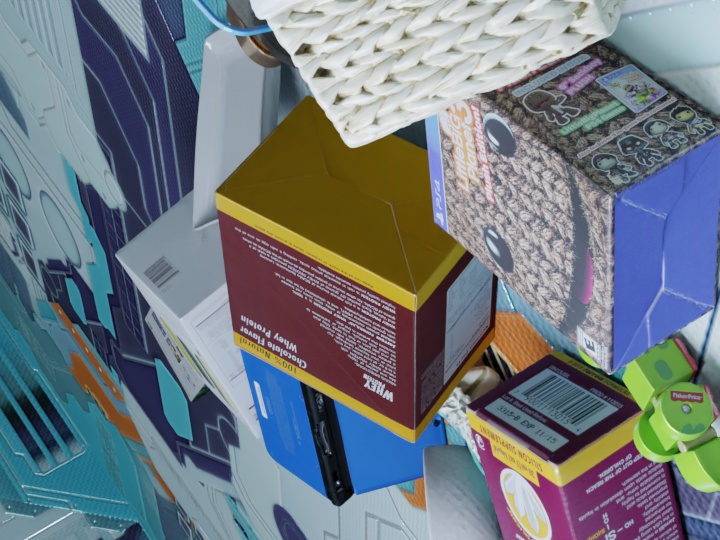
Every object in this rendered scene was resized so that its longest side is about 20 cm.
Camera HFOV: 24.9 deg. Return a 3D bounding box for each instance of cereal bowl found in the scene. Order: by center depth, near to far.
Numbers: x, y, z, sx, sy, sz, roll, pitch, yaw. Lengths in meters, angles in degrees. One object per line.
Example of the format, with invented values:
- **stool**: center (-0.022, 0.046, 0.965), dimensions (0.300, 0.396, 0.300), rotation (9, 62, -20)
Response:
- **cereal bowl**: center (0.105, 0.252, 1.441), dimensions (0.200, 0.082, 0.203), rotation (-5, -90, -86)

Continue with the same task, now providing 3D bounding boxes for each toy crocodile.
- **toy crocodile**: center (0.208, 0.069, 1.155), dimensions (0.201, 0.061, 0.068), rotation (60, 161, 17)

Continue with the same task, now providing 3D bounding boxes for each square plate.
- **square plate**: center (-0.118, -0.146, 1.584), dimensions (0.198, 0.028, 0.203), rotation (171, 103, -66)

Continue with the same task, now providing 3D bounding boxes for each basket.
- **basket**: center (0.054, -0.175, 0.975), dimensions (0.198, 0.136, 0.124), rotation (-22, 108, 25)

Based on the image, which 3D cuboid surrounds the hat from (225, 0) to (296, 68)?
- **hat**: center (-0.035, -0.265, 1.272), dimensions (0.200, 0.080, 0.203), rotation (25, 127, 39)

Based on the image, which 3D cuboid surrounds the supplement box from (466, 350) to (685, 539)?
- **supplement box**: center (0.178, 0.187, 1.304), dimensions (0.131, 0.103, 0.202), rotation (28, 142, 55)

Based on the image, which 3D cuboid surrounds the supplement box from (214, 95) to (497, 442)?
- **supplement box**: center (0.000, 0.000, 1.363), dimensions (0.196, 0.133, 0.201), rotation (27, 145, 22)

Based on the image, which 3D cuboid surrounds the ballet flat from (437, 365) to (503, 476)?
- **ballet flat**: center (0.112, 0.125, 1.437), dimensions (0.200, 0.071, 0.072), rotation (-130, 20, -58)

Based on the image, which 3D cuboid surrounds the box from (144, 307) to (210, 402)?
- **box**: center (-0.246, 0.100, 2.311), dimensions (0.145, 0.036, 0.200), rotation (60, 161, 6)

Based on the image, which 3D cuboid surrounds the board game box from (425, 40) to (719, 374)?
- **board game box**: center (0.139, -0.062, 1.089), dimensions (0.200, 0.096, 0.161), rotation (43, 153, 40)

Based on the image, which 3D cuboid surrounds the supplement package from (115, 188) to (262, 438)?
- **supplement package**: center (-0.126, 0.035, 1.713), dimensions (0.152, 0.150, 0.201), rotation (39, 164, 45)

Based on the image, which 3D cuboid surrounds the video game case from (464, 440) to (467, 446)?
- **video game case**: center (0.139, 0.241, 1.522), dimensions (0.143, 0.018, 0.202), rotation (44, 141, 45)

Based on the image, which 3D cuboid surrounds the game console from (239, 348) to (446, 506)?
- **game console**: center (-0.018, 0.125, 1.638), dimensions (0.170, 0.118, 0.202), rotation (30, 143, 39)

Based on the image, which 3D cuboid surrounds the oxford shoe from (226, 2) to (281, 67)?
- **oxford shoe**: center (-0.104, -0.286, 1.460), dimensions (0.071, 0.071, 0.201), rotation (-39, 79, 41)

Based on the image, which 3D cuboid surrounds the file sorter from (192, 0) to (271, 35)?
- **file sorter**: center (-0.054, -0.282, 1.127), dimensions (0.139, 0.122, 0.201), rotation (49, 133, 21)
